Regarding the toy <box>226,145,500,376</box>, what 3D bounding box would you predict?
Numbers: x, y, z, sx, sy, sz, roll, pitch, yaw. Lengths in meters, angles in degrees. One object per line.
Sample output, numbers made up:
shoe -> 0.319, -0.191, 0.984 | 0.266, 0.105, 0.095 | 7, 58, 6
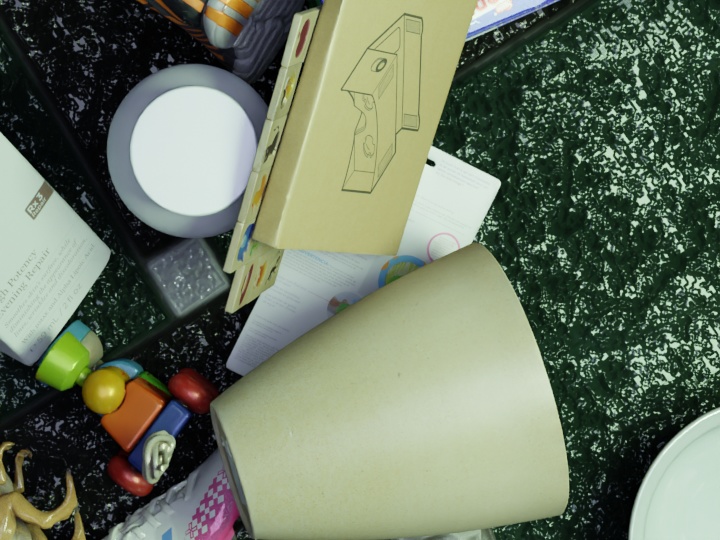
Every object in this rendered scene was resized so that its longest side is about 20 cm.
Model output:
toy -> 0.000, 0.000, 1.621 | 0.115, 0.047, 0.201 | 26, 96, -9

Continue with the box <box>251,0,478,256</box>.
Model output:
box -> 0.007, -0.108, 1.500 | 0.021, 0.163, 0.201 | 22, 100, 28

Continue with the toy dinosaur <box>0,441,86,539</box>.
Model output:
toy dinosaur -> -0.241, 0.186, 1.598 | 0.106, 0.060, 0.201 | -12, 65, -8

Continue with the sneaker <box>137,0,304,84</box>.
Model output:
sneaker -> -0.106, -0.189, 1.538 | 0.112, 0.200, 0.078 | 32, 87, 10

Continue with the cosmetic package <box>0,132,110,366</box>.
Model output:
cosmetic package -> -0.256, -0.033, 1.519 | 0.074, 0.200, 0.102 | 25, 75, 34

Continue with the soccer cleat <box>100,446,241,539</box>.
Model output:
soccer cleat -> -0.139, 0.188, 1.607 | 0.086, 0.070, 0.201 | 29, 91, -5

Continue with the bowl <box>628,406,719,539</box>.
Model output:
bowl -> 0.277, 0.185, 1.628 | 0.200, 0.090, 0.202 | 0, 93, -3

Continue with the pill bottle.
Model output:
pill bottle -> -0.110, -0.078, 1.531 | 0.111, 0.200, 0.113 | 0, 93, -4

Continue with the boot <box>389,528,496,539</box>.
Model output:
boot -> 0.020, 0.207, 1.630 | 0.199, 0.069, 0.175 | -24, 89, -7

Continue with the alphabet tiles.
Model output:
alphabet tiles -> -0.045, -0.075, 1.496 | 0.008, 0.167, 0.201 | 19, 104, 10

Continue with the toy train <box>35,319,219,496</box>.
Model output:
toy train -> -0.164, 0.084, 1.538 | 0.116, 0.200, 0.085 | 37, 90, 0

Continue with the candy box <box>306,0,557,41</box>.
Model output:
candy box -> 0.030, -0.247, 1.596 | 0.168, 0.077, 0.201 | -22, 93, -4

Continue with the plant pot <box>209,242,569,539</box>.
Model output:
plant pot -> 0.010, 0.101, 1.524 | 0.199, 0.187, 0.188 | -18, 94, -9
